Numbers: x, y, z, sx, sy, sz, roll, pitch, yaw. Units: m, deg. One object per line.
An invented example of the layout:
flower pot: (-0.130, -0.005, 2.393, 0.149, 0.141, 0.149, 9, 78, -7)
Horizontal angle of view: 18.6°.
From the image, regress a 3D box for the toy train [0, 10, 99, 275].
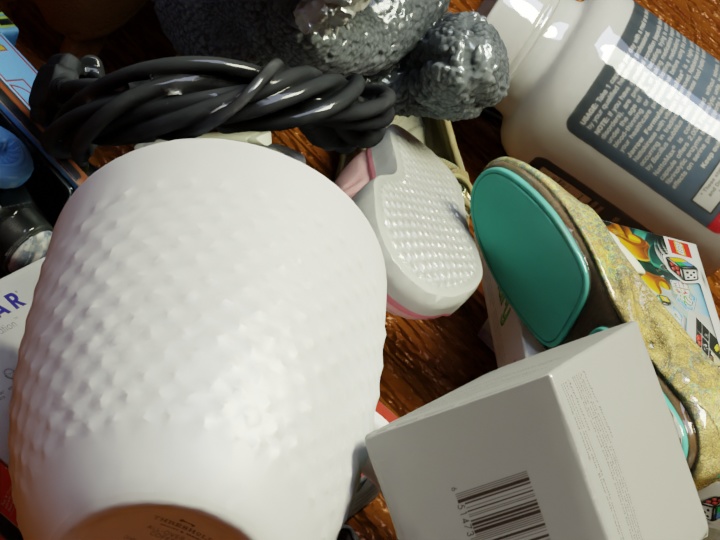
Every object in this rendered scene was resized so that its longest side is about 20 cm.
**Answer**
toy train: (-0.202, -0.077, 1.082, 0.200, 0.087, 0.114, 45, 32, 19)

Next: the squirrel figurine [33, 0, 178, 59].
squirrel figurine: (-0.092, -0.176, 1.240, 0.200, 0.142, 0.186, 39, 42, 16)

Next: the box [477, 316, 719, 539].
box: (0.149, 0.083, 1.176, 0.200, 0.039, 0.041, 45, 37, 20)

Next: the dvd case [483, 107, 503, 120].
dvd case: (0.166, -0.111, 1.439, 0.199, 0.025, 0.151, 27, 35, -6)

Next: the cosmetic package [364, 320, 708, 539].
cosmetic package: (0.081, 0.091, 0.919, 0.200, 0.084, 0.108, -10, 80, -74)

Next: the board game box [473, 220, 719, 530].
board game box: (0.131, 0.045, 1.139, 0.126, 0.035, 0.201, 13, 36, -16)

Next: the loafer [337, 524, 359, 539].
loafer: (-0.009, 0.192, 0.902, 0.070, 0.070, 0.201, 12, 39, -24)

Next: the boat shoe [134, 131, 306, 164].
boat shoe: (-0.069, -0.034, 1.109, 0.072, 0.062, 0.200, -10, 12, -14)

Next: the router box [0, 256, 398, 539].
router box: (-0.100, 0.071, 1.003, 0.179, 0.049, 0.200, 40, 37, 13)

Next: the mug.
mug: (-0.047, 0.072, 0.882, 0.200, 0.148, 0.176, 35, 35, -22)

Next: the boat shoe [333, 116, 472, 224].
boat shoe: (0.028, -0.068, 1.251, 0.073, 0.063, 0.201, 16, 38, -20)

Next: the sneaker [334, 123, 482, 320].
sneaker: (0.000, 0.000, 1.105, 0.075, 0.105, 0.200, 43, 15, -13)

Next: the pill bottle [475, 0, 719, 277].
pill bottle: (0.153, -0.095, 1.311, 0.200, 0.120, 0.120, 34, 35, -6)

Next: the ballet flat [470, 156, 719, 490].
ballet flat: (0.124, 0.025, 1.075, 0.070, 0.071, 0.200, -5, 50, -39)

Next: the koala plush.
koala plush: (-0.017, -0.168, 1.084, 0.183, 0.200, 0.178, -9, 80, -4)

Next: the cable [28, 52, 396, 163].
cable: (-0.064, -0.069, 0.985, 0.162, 0.051, 0.200, 4, 2, -16)
